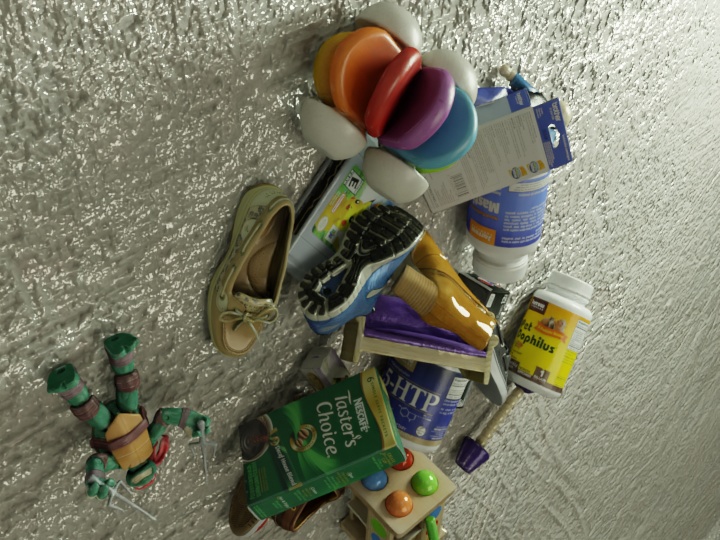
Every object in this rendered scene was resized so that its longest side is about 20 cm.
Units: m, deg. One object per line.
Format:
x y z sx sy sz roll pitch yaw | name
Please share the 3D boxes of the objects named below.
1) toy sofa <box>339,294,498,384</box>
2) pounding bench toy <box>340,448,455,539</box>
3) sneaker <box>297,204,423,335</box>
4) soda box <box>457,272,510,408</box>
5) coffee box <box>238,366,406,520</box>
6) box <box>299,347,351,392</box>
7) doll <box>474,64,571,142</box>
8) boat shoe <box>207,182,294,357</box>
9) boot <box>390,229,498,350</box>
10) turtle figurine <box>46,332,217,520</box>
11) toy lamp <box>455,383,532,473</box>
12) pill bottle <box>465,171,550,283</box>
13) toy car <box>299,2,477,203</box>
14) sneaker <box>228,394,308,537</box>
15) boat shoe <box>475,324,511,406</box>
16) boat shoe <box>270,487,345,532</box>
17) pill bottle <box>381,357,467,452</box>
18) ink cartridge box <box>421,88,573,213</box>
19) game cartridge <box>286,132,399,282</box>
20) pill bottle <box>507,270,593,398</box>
0.075 0.084 1.090 0.195 0.083 0.100 11 86 -13 | toy sofa
0.079 0.377 1.252 0.123 0.199 0.158 -29 143 -31 | pounding bench toy
0.000 0.000 1.007 0.199 0.078 0.090 -42 157 -24 | sneaker
0.154 0.109 1.284 0.063 0.070 0.204 6 109 -51 | soda box
-0.051 0.210 1.023 0.196 0.124 0.044 -23 135 6 | coffee box
-0.013 0.187 1.125 0.039 0.041 0.202 -55 128 -37 | box
0.209 -0.215 1.116 0.196 0.139 0.048 -4 155 -32 | doll
-0.120 0.008 0.919 0.072 0.063 0.205 4 108 -31 | boat shoe
0.111 0.029 1.072 0.071 0.143 0.202 -53 -175 21 | boot
-0.243 0.175 0.873 0.150 0.099 0.204 -43 125 -41 | turtle figurine
0.242 0.274 1.497 0.201 0.058 0.058 -52 141 -12 | toy lamp
0.207 -0.089 1.188 0.111 0.111 0.204 -23 129 -36 | pill bottle
0.044 -0.180 0.892 0.198 0.150 0.177 33 86 -20 | toy car
-0.090 0.276 1.124 0.112 0.071 0.202 38 82 -48 | sneaker
0.220 0.144 1.389 0.066 0.069 0.202 -40 130 -19 | boat shoe
-0.047 0.298 1.187 0.198 0.067 0.073 -34 135 -29 | boat shoe
0.098 0.146 1.209 0.118 0.119 0.204 10 105 -49 | pill bottle
0.160 -0.152 1.045 0.196 0.043 0.120 -17 140 14 | ink cartridge box
-0.018 -0.070 1.016 0.202 0.040 0.133 -57 145 -4 | game cartridge
0.330 0.109 1.439 0.108 0.108 0.204 21 91 -51 | pill bottle
